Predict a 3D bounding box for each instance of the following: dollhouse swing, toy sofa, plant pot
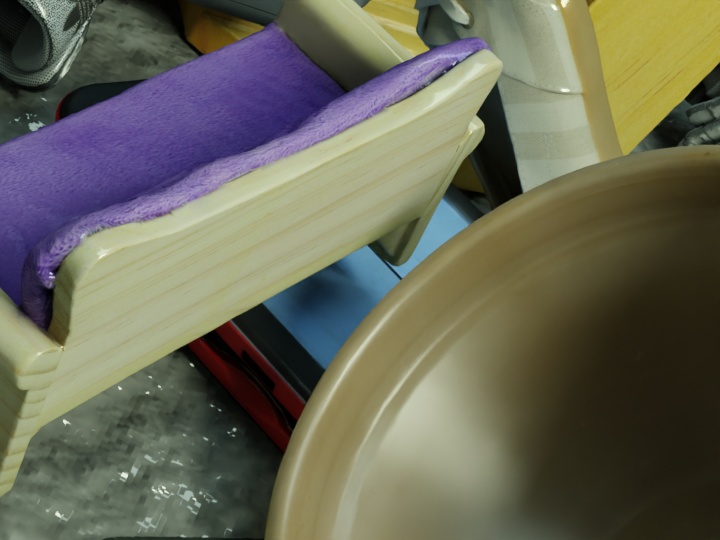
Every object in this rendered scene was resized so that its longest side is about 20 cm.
[{"bbox_3d":[0.038,-0.155,0.902,0.175,0.182,0.201,30,27,-30],"label":"dollhouse swing"},{"bbox_3d":[-0.054,-0.028,0.616,0.083,0.098,0.199,43,45,18],"label":"toy sofa"},{"bbox_3d":[0.081,0.070,0.578,0.093,0.200,0.202,51,14,-37],"label":"plant pot"}]

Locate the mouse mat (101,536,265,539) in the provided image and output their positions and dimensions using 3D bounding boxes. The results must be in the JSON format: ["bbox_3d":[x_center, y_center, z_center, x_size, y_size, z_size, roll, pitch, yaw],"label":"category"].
[{"bbox_3d":[0.023,0.147,0.565,0.160,0.008,0.201,7,38,-41],"label":"mouse mat"}]

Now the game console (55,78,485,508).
[{"bbox_3d":[0.000,0.000,0.733,0.200,0.031,0.176,47,35,21],"label":"game console"}]

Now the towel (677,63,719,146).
[{"bbox_3d":[0.264,-0.102,1.001,0.165,0.199,0.086,7,70,-38],"label":"towel"}]

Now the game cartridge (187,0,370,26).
[{"bbox_3d":[-0.015,-0.170,0.870,0.132,0.042,0.200,24,50,23],"label":"game cartridge"}]

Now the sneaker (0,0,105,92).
[{"bbox_3d":[-0.079,-0.119,0.748,0.198,0.076,0.114,2,49,10],"label":"sneaker"}]

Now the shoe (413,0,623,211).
[{"bbox_3d":[0.057,-0.074,0.791,0.201,0.053,0.070,68,-13,-18],"label":"shoe"}]
